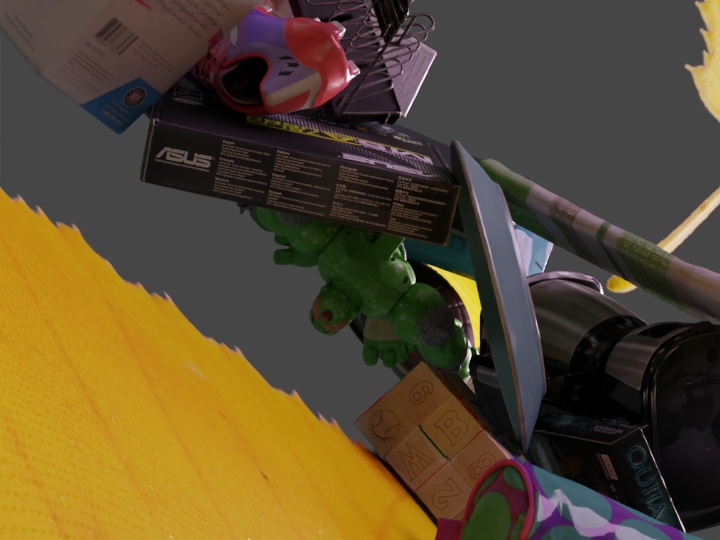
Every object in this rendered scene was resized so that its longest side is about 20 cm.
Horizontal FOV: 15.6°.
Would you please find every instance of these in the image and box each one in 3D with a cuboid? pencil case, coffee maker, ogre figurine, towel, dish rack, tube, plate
[{"bbox_3d":[0.147,0.176,1.486,0.199,0.086,0.092,25,-18,-25],"label":"pencil case"},{"bbox_3d":[0.183,0.109,1.779,0.200,0.134,0.193,23,-38,57],"label":"coffee maker"},{"bbox_3d":[0.000,0.000,1.798,0.201,0.098,0.120,59,-5,3],"label":"ogre figurine"},{"bbox_3d":[0.177,-0.016,1.721,0.199,0.031,0.149,28,-4,16],"label":"towel"},{"bbox_3d":[0.000,-0.192,1.711,0.200,0.054,0.154,128,-55,-65],"label":"dish rack"},{"bbox_3d":[0.042,-0.035,1.925,0.199,0.051,0.078,19,50,2],"label":"tube"},{"bbox_3d":[0.090,0.014,1.646,0.200,0.025,0.202,-13,90,-90],"label":"plate"}]

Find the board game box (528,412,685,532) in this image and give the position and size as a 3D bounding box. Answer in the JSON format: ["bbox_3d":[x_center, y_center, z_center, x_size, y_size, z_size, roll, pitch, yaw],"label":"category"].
[{"bbox_3d":[0.175,0.188,1.656,0.201,0.028,0.135,67,-18,-10],"label":"board game box"}]

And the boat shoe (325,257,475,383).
[{"bbox_3d":[0.028,0.030,1.932,0.065,0.073,0.200,89,-22,-44],"label":"boat shoe"}]

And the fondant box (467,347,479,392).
[{"bbox_3d":[0.155,0.150,2.085,0.144,0.058,0.200,46,7,-23],"label":"fondant box"}]

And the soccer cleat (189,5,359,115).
[{"bbox_3d":[-0.078,-0.136,1.727,0.200,0.076,0.067,14,-52,57],"label":"soccer cleat"}]

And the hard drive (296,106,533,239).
[{"bbox_3d":[0.020,-0.079,1.898,0.199,0.033,0.140,23,15,12],"label":"hard drive"}]

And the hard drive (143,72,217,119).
[{"bbox_3d":[-0.150,-0.144,1.890,0.200,0.042,0.135,43,8,-46],"label":"hard drive"}]

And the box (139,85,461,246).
[{"bbox_3d":[-0.042,-0.071,1.704,0.199,0.048,0.193,12,8,-4],"label":"box"}]

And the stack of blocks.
[{"bbox_3d":[0.091,0.152,1.624,0.200,0.059,0.115,49,5,13],"label":"stack of blocks"}]

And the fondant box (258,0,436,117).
[{"bbox_3d":[-0.062,-0.189,1.897,0.199,0.059,0.144,28,-3,-37],"label":"fondant box"}]

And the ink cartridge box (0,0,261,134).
[{"bbox_3d":[-0.119,-0.190,1.626,0.068,0.200,0.115,50,6,26],"label":"ink cartridge box"}]
